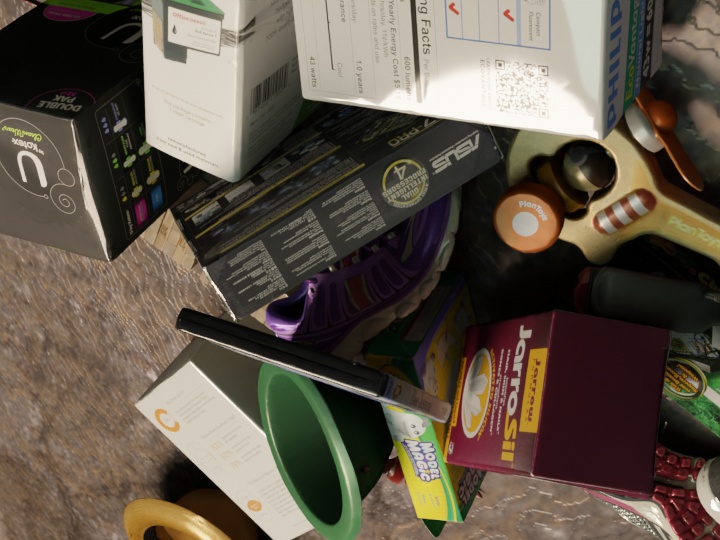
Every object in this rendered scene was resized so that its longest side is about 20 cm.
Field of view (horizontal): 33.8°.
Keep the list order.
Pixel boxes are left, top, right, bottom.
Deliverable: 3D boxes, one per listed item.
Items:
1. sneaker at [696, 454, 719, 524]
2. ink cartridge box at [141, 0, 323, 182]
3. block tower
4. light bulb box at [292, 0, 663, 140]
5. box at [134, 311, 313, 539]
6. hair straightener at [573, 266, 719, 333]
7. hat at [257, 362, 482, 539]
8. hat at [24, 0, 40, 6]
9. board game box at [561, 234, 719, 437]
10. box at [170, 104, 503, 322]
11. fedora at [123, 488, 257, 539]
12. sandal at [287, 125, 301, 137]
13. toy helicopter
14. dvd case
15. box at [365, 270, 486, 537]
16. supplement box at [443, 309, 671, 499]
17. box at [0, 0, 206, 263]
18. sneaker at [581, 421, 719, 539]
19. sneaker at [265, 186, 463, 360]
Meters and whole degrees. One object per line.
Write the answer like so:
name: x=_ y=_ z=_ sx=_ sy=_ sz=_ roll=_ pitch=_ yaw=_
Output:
sneaker: x=0.354 y=0.181 z=0.851 sx=0.199 sy=0.073 sz=0.112 roll=30 pitch=139 yaw=-8
ink cartridge box: x=-0.074 y=-0.186 z=0.799 sx=0.084 sy=0.146 sz=0.201 roll=24 pitch=135 yaw=18
block tower: x=-0.120 y=-0.023 z=1.036 sx=0.200 sy=0.058 sz=0.054 roll=37 pitch=138 yaw=5
light bulb box: x=0.069 y=-0.199 z=0.693 sx=0.199 sy=0.125 sz=0.199 roll=12 pitch=125 yaw=26
box: x=-0.093 y=0.146 z=1.128 sx=0.200 sy=0.098 sz=0.124 roll=45 pitch=137 yaw=-8
hair straightener: x=0.246 y=0.034 z=0.785 sx=0.199 sy=0.041 sz=0.077 roll=15 pitch=178 yaw=-5
hat: x=0.024 y=0.126 z=1.015 sx=0.166 sy=0.175 sz=0.200 roll=61 pitch=155 yaw=19
hat: x=-0.368 y=-0.284 z=1.001 sx=0.166 sy=0.175 sz=0.201 roll=-25 pitch=74 yaw=59
board game box: x=0.255 y=0.061 z=0.871 sx=0.200 sy=0.023 sz=0.105 roll=39 pitch=135 yaw=1
box: x=-0.024 y=-0.058 z=0.794 sx=0.049 sy=0.200 sz=0.161 roll=60 pitch=173 yaw=-20
fedora: x=-0.172 y=0.301 z=1.326 sx=0.200 sy=0.082 sz=0.201 roll=23 pitch=140 yaw=20
sandal: x=-0.052 y=-0.043 z=0.945 sx=0.057 sy=0.080 sz=0.202 roll=-16 pitch=119 yaw=13
toy helicopter: x=0.194 y=-0.054 z=0.783 sx=0.199 sy=0.079 sz=0.133 roll=26 pitch=123 yaw=6
dvd case: x=-0.024 y=0.067 z=0.806 sx=0.142 sy=0.018 sz=0.200 roll=17 pitch=174 yaw=18
box: x=0.068 y=0.114 z=0.974 sx=0.048 sy=0.117 sz=0.201 roll=3 pitch=127 yaw=27
supplement box: x=0.133 y=0.094 z=0.843 sx=0.085 sy=0.111 sz=0.200 roll=11 pitch=171 yaw=-11
box: x=-0.199 y=-0.122 z=0.897 sx=0.148 sy=0.200 sz=0.125 roll=14 pitch=132 yaw=25
sneaker: x=0.245 y=0.174 z=0.946 sx=0.200 sy=0.081 sz=0.075 roll=35 pitch=166 yaw=5
sneaker: x=0.000 y=0.000 z=0.889 sx=0.083 sy=0.081 sz=0.200 roll=35 pitch=120 yaw=-19
